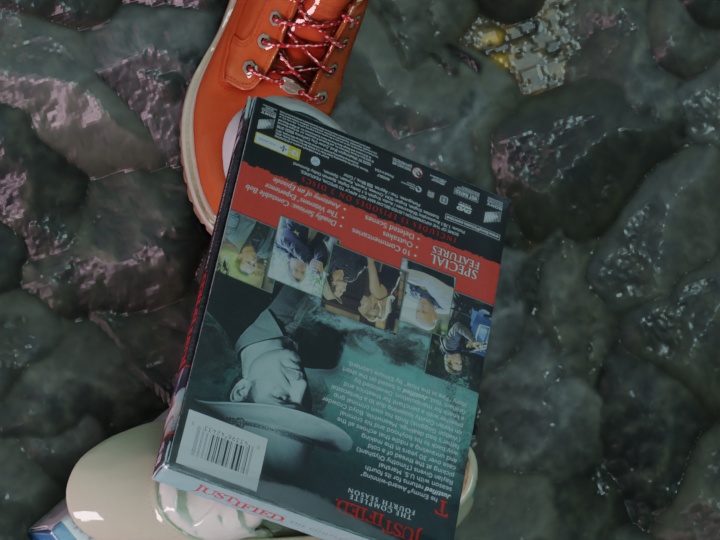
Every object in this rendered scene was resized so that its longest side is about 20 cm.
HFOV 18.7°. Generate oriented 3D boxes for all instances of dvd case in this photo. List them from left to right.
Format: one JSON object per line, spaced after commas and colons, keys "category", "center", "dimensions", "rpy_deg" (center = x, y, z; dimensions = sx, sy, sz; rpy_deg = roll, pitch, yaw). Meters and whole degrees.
{"category": "dvd case", "center": [-0.009, 0.028, 1.026], "dimensions": [0.146, 0.022, 0.200], "rpy_deg": [21, 58, -17]}

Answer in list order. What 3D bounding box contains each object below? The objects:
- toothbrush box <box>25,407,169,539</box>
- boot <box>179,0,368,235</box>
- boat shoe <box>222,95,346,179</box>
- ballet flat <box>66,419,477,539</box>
{"category": "toothbrush box", "center": [-0.046, 0.160, 1.102], "dimensions": [0.146, 0.085, 0.200], "rpy_deg": [-42, 96, -17]}
{"category": "boot", "center": [-0.038, -0.112, 1.121], "dimensions": [0.075, 0.107, 0.201], "rpy_deg": [14, 83, -17]}
{"category": "boat shoe", "center": [0.000, 0.000, 1.106], "dimensions": [0.071, 0.064, 0.200], "rpy_deg": [-34, 115, -2]}
{"category": "ballet flat", "center": [-0.036, 0.100, 1.033], "dimensions": [0.199, 0.069, 0.070], "rpy_deg": [0, 85, -18]}
